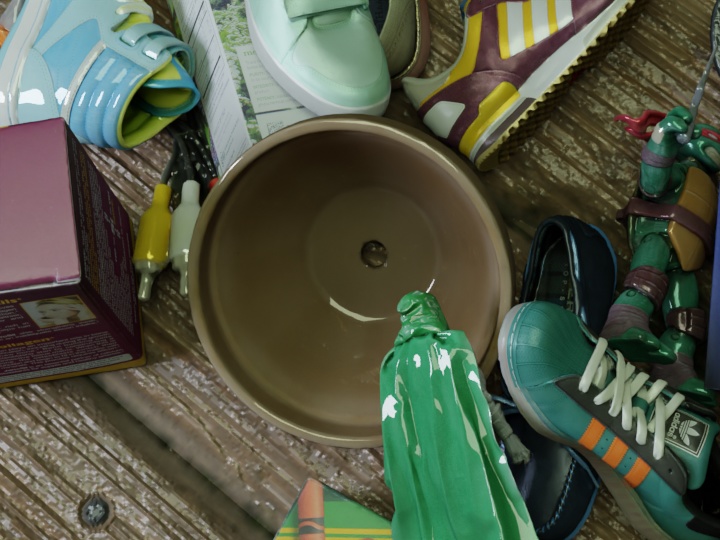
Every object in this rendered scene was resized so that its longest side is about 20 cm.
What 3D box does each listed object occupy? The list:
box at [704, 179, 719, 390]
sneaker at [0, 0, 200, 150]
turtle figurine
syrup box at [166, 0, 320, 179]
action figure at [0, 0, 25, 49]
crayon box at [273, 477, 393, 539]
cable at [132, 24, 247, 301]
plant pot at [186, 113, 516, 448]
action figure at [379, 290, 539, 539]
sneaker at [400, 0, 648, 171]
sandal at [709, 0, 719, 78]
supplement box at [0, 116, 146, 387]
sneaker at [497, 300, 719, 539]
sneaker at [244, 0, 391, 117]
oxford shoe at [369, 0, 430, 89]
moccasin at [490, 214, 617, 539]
[{"bbox_3d":[0.262,0.009,1.250,0.121,0.032,0.202,6,86,-35],"label":"box"},{"bbox_3d":[-0.148,-0.164,1.344,0.130,0.080,0.201,13,77,21],"label":"sneaker"},{"bbox_3d":[0.207,-0.026,1.285,0.149,0.100,0.201,29,69,-28],"label":"turtle figurine"},{"bbox_3d":[-0.067,-0.150,1.340,0.078,0.082,0.201,-10,67,-20],"label":"syrup box"},{"bbox_3d":[-0.313,-0.129,1.365,0.199,0.105,0.194,18,66,7],"label":"action figure"},{"bbox_3d":[0.026,0.227,1.251,0.199,0.051,0.127,27,78,12],"label":"crayon box"},{"bbox_3d":[-0.107,-0.076,1.353,0.096,0.050,0.201,-9,73,0],"label":"cable"},{"bbox_3d":[0.000,0.000,1.280,0.199,0.093,0.202,2,103,10],"label":"plant pot"},{"bbox_3d":[0.054,0.109,1.205,0.118,0.055,0.201,-16,84,35],"label":"action figure"},{"bbox_3d":[0.114,-0.162,1.342,0.090,0.075,0.200,42,81,10],"label":"sneaker"},{"bbox_3d":[0.288,-0.097,1.326,0.075,0.048,0.201,-37,86,-7],"label":"sandal"},{"bbox_3d":[-0.214,-0.003,1.265,0.130,0.200,0.104,-8,73,2],"label":"supplement box"},{"bbox_3d":[0.162,0.086,1.208,0.200,0.080,0.072,45,56,-27],"label":"sneaker"},{"bbox_3d":[-0.028,-0.193,1.257,0.073,0.118,0.201,-17,73,-26],"label":"sneaker"},{"bbox_3d":[0.002,-0.221,1.353,0.070,0.074,0.201,-16,82,18],"label":"oxford shoe"},{"bbox_3d":[0.107,0.064,1.272,0.080,0.068,0.201,-6,71,30],"label":"moccasin"}]
